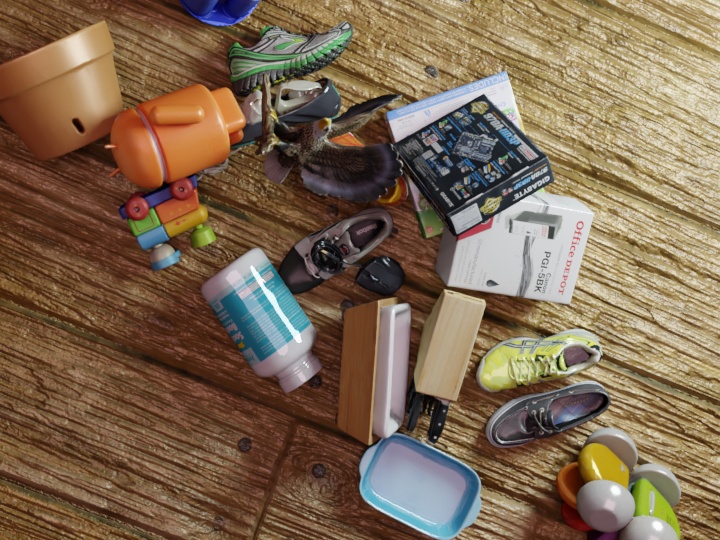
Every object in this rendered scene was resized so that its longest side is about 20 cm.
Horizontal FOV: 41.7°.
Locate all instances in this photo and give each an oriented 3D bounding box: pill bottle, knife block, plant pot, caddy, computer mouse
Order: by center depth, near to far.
[{"bbox_3d":[-0.422,-0.246,1.327,0.198,0.200,0.142,-23,109,-3],"label":"plant pot"},{"bbox_3d":[0.000,0.000,1.370,0.059,0.199,0.034,-45,52,24],"label":"computer mouse"},{"bbox_3d":[-0.204,-0.461,1.372,0.139,0.105,0.204,-4,92,-28],"label":"caddy"},{"bbox_3d":[0.117,0.148,1.376,0.063,0.201,0.178,13,61,-4],"label":"knife block"},{"bbox_3d":[-0.138,0.077,1.384,0.110,0.111,0.201,-34,93,-2],"label":"pill bottle"}]

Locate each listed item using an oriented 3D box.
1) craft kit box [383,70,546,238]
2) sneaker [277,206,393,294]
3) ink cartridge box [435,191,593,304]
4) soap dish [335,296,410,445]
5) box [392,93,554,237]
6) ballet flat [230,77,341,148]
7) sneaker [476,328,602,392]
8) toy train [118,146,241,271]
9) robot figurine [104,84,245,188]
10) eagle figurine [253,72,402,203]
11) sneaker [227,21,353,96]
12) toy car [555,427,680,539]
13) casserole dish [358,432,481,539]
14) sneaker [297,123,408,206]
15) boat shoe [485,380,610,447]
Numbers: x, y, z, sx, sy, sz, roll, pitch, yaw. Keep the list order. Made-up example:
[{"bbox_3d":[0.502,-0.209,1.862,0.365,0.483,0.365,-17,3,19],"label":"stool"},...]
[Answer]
[{"bbox_3d":[0.158,-0.173,1.432,0.197,0.049,0.201,-18,90,-3],"label":"craft kit box"},{"bbox_3d":[-0.039,-0.033,1.401,0.199,0.089,0.075,-35,95,-1],"label":"sneaker"},{"bbox_3d":[0.225,-0.042,1.391,0.197,0.083,0.149,8,106,-12],"label":"ink cartridge box"},{"bbox_3d":[0.020,0.140,1.381,0.080,0.157,0.204,5,91,13],"label":"soap dish"},{"bbox_3d":[0.153,-0.152,1.320,0.157,0.201,0.046,-30,131,-2],"label":"box"},{"bbox_3d":[-0.126,-0.241,1.395,0.197,0.073,0.074,-16,93,-6],"label":"ballet flat"},{"bbox_3d":[0.270,0.134,1.430,0.197,0.076,0.077,-18,94,-2],"label":"sneaker"},{"bbox_3d":[-0.243,-0.088,1.393,0.198,0.085,0.117,-24,105,-5],"label":"toy train"},{"bbox_3d":[-0.260,-0.187,1.313,0.198,0.144,0.118,-25,116,-19],"label":"robot figurine"},{"bbox_3d":[-0.045,-0.183,1.327,0.197,0.151,0.154,5,107,-16],"label":"eagle figurine"},{"bbox_3d":[-0.104,-0.329,1.392,0.197,0.078,0.086,-19,92,-3],"label":"sneaker"},{"bbox_3d":[0.380,0.355,1.417,0.199,0.175,0.150,39,123,-4],"label":"toy car"},{"bbox_3d":[0.089,0.325,1.442,0.198,0.039,0.123,27,90,-3],"label":"casserole dish"},{"bbox_3d":[-0.015,-0.164,1.395,0.198,0.077,0.074,29,95,12],"label":"sneaker"},{"bbox_3d":[0.289,0.222,1.438,0.197,0.066,0.071,-15,92,-3],"label":"boat shoe"}]
